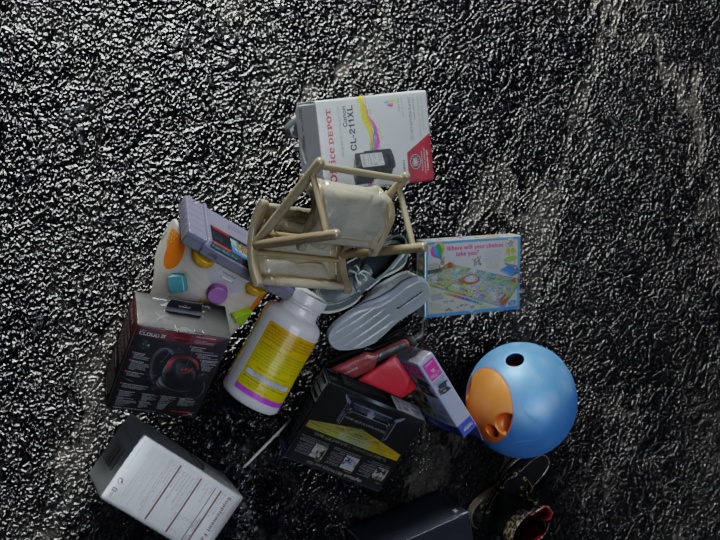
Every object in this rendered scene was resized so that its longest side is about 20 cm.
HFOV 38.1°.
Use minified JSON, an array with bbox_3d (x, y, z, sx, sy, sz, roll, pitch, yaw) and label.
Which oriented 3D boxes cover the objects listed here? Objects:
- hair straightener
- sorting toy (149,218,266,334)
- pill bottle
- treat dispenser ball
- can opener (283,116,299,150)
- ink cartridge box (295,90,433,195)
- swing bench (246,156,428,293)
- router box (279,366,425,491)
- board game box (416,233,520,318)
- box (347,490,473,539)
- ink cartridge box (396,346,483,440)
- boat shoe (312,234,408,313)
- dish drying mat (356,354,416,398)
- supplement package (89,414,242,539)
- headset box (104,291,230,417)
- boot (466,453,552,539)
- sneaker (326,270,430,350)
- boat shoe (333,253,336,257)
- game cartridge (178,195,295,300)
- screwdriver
[{"bbox_3d":[0.028,0.129,1.782,0.198,0.077,0.041,-30,108,5],"label":"hair straightener"},{"bbox_3d":[-0.253,0.054,1.648,0.198,0.107,0.181,29,105,-25],"label":"sorting toy"},{"bbox_3d":[-0.133,0.123,1.681,0.103,0.104,0.202,28,94,-25],"label":"pill bottle"},{"bbox_3d":[0.284,0.229,1.847,0.198,0.200,0.205,-4,100,-24],"label":"treat dispenser ball"},{"bbox_3d":[-0.028,-0.244,1.713,0.198,0.052,0.067,-22,106,-20],"label":"can opener"},{"bbox_3d":[0.008,-0.203,1.660,0.197,0.083,0.148,-10,100,-24],"label":"ink cartridge box"},{"bbox_3d":[-0.043,-0.060,1.572,0.197,0.199,0.132,5,65,-45],"label":"swing bench"},{"bbox_3d":[-0.014,0.269,1.756,0.198,0.052,0.158,25,107,-25],"label":"router box"},{"bbox_3d":[0.194,0.008,1.864,0.197,0.034,0.137,-4,100,-24],"label":"board game box"},{"bbox_3d":[0.102,0.532,1.856,0.194,0.117,0.203,-18,106,-21],"label":"box"},{"bbox_3d":[0.129,0.218,1.819,0.042,0.119,0.201,-41,113,-17],"label":"ink cartridge box"},{"bbox_3d":[0.000,0.000,1.745,0.198,0.062,0.073,-31,74,-22],"label":"boat shoe"},{"bbox_3d":[-0.003,0.228,1.784,0.199,0.018,0.077,-34,109,3],"label":"dish drying mat"},{"bbox_3d":[-0.306,0.338,1.640,0.199,0.117,0.118,39,82,-25],"label":"supplement package"},{"bbox_3d":[-0.292,0.124,1.585,0.146,0.076,0.202,10,127,-25],"label":"headset box"},{"bbox_3d":[0.302,0.420,1.912,0.199,0.150,0.074,-36,111,-15],"label":"boot"},{"bbox_3d":[0.026,0.069,1.778,0.198,0.071,0.074,-28,116,-12],"label":"sneaker"},{"bbox_3d":[-0.039,-0.102,1.721,0.074,0.068,0.203,13,93,-26],"label":"boat shoe"},{"bbox_3d":[-0.192,-0.036,1.629,0.198,0.130,0.039,30,105,-26],"label":"game cartridge"},{"bbox_3d":[-0.125,0.262,1.761,0.200,0.029,0.028,-46,113,-12],"label":"screwdriver"}]
